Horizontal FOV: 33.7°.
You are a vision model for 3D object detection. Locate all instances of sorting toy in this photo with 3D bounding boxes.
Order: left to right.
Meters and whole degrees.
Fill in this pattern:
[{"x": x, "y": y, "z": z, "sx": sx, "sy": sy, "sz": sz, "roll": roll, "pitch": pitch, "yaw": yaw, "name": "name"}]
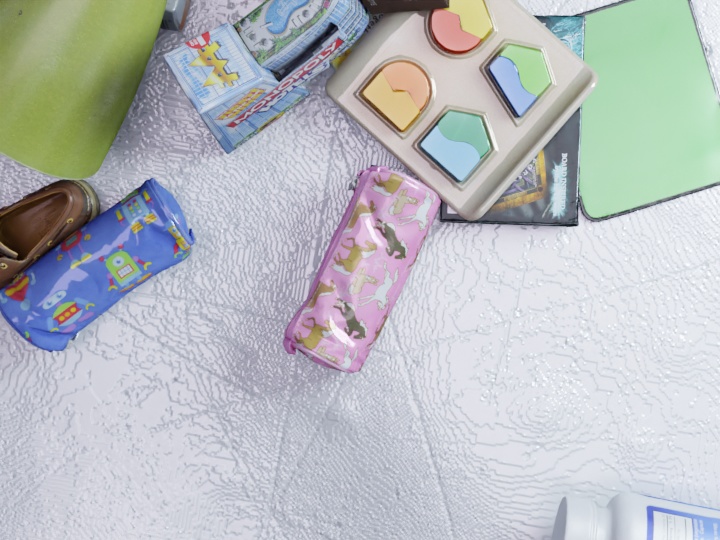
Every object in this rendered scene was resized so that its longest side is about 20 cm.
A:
[{"x": 0.093, "y": -0.177, "z": 1.117, "sx": 0.200, "sy": 0.036, "sz": 0.185, "roll": 42, "pitch": 94, "yaw": 6, "name": "sorting toy"}]

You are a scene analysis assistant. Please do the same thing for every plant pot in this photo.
[{"x": -0.261, "y": -0.219, "z": 1.065, "sx": 0.187, "sy": 0.187, "sz": 0.200, "roll": 41, "pitch": 109, "yaw": 3, "name": "plant pot"}]

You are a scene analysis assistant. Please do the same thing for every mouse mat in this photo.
[{"x": 0.267, "y": -0.162, "z": 1.152, "sx": 0.160, "sy": 0.008, "sz": 0.201, "roll": -16, "pitch": 90, "yaw": 3, "name": "mouse mat"}]

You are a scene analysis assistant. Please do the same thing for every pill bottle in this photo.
[{"x": 0.279, "y": 0.268, "z": 1.095, "sx": 0.199, "sy": 0.112, "sz": 0.113, "roll": 10, "pitch": 90, "yaw": 4, "name": "pill bottle"}]

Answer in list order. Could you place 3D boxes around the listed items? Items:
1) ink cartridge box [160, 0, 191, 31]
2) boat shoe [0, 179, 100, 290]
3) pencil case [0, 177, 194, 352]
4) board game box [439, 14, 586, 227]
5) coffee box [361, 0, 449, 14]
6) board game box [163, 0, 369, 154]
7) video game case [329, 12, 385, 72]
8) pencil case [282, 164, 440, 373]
[{"x": -0.230, "y": -0.347, "z": 1.172, "sx": 0.161, "sy": 0.050, "sz": 0.201, "roll": 13, "pitch": 72, "yaw": 4, "name": "ink cartridge box"}, {"x": -0.349, "y": -0.025, "z": 1.153, "sx": 0.200, "sy": 0.068, "sz": 0.072, "roll": -34, "pitch": 88, "yaw": 2, "name": "boat shoe"}, {"x": -0.251, "y": 0.000, "z": 1.142, "sx": 0.200, "sy": 0.078, "sz": 0.087, "roll": -37, "pitch": 113, "yaw": 2, "name": "pencil case"}, {"x": 0.147, "y": -0.144, "z": 1.144, "sx": 0.134, "sy": 0.028, "sz": 0.201, "roll": 3, "pitch": 90, "yaw": 6, "name": "board game box"}, {"x": 0.036, "y": -0.348, "z": 1.072, "sx": 0.079, "sy": 0.114, "sz": 0.201, "roll": 1, "pitch": 82, "yaw": 18, "name": "coffee box"}, {"x": -0.087, "y": -0.187, "z": 1.060, "sx": 0.200, "sy": 0.200, "sz": 0.062, "roll": -35, "pitch": 87, "yaw": 12, "name": "board game box"}, {"x": 0.008, "y": -0.322, "z": 1.160, "sx": 0.200, "sy": 0.023, "sz": 0.182, "roll": -35, "pitch": 88, "yaw": 1, "name": "video game case"}, {"x": 0.000, "y": 0.000, "z": 1.128, "sx": 0.086, "sy": 0.083, "sz": 0.201, "roll": 25, "pitch": 92, "yaw": 17, "name": "pencil case"}]
